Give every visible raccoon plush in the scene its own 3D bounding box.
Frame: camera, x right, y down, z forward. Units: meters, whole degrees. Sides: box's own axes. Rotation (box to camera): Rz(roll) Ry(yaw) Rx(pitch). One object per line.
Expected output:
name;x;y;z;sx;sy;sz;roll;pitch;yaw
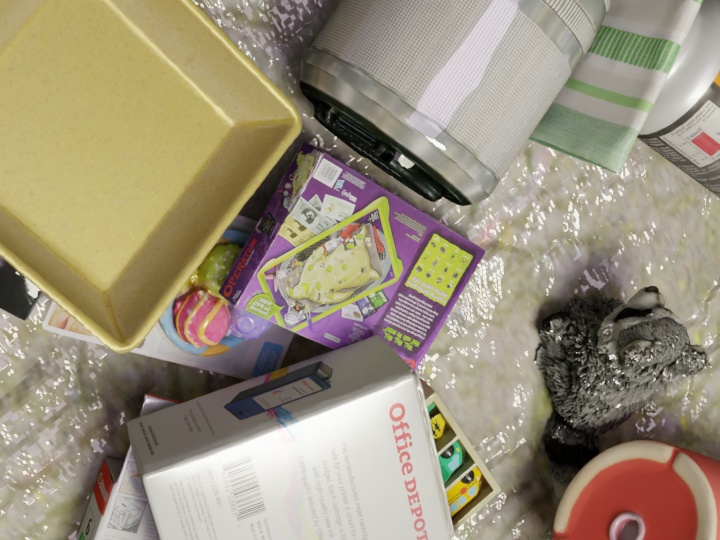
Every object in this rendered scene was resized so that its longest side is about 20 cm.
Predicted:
raccoon plush;0.213;0.108;0.990;0.096;0.134;0.203;-13;108;-17

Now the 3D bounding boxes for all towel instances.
towel;0.175;-0.181;0.894;0.023;0.152;0.202;23;94;-37

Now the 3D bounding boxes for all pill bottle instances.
pill bottle;0.265;-0.135;0.957;0.199;0.116;0.117;30;93;-24

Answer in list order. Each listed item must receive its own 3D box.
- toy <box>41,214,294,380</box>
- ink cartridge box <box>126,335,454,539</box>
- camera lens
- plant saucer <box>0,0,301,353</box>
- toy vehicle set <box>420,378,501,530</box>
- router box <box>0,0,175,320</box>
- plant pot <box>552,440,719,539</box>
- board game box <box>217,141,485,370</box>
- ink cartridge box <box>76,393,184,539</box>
toy;-0.109;0.016;0.873;0.198;0.047;0.116;19;98;-37
ink cartridge box;-0.047;0.152;0.878;0.198;0.088;0.147;-18;112;-12
camera lens;0.065;-0.159;0.853;0.159;0.160;0.201;34;91;-24
plant saucer;-0.165;-0.086;0.778;0.200;0.048;0.201;44;70;-23
toy vehicle set;0.006;0.194;0.987;0.199;0.026;0.125;-40;123;-6
router box;-0.236;-0.089;0.821;0.148;0.051;0.201;31;92;-26
plant pot;0.254;0.231;0.984;0.177;0.200;0.202;33;91;-39
board game box;0.000;0.000;0.905;0.199;0.032;0.121;28;90;-46
ink cartridge box;-0.147;0.189;0.929;0.108;0.050;0.202;17;97;-23
